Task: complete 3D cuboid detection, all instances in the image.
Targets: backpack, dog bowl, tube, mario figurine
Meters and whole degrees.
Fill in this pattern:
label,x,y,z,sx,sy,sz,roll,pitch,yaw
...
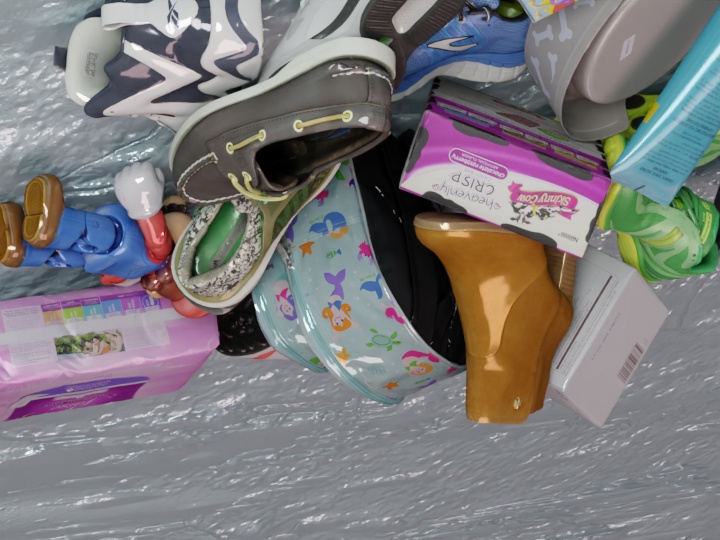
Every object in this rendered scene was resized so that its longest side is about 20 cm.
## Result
label,x,y,z,sx,sy,sz,roll,pitch,yaw
backpack,0.000,0.000,1.635,0.150,0.201,0.177,-29,154,16
dog bowl,0.197,-0.185,1.539,0.199,0.059,0.201,-35,155,-19
tube,0.249,-0.136,1.538,0.077,0.050,0.201,20,109,-39
mario figurine,-0.171,-0.033,1.612,0.199,0.123,0.107,14,96,-39

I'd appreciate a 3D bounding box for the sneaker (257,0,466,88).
label,x,y,z,sx,sy,sz,roll,pitch,yaw
sneaker,-0.002,-0.180,1.398,0.075,0.116,0.200,15,147,-31

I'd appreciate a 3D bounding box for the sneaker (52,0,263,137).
label,x,y,z,sx,sy,sz,roll,pitch,yaw
sneaker,-0.140,-0.127,1.442,0.128,0.080,0.199,1,164,-12

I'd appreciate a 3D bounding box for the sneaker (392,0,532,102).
label,x,y,z,sx,sy,sz,roll,pitch,yaw
sneaker,0.046,-0.175,1.501,0.199,0.079,0.089,-14,147,-34

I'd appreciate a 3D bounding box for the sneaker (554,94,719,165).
label,x,y,z,sx,sy,sz,roll,pitch,yaw
sneaker,0.238,-0.104,1.746,0.198,0.074,0.084,-15,149,-15

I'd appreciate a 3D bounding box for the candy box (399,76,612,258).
label,x,y,z,sx,sy,sz,roll,pitch,yaw
candy box,0.102,-0.076,1.545,0.200,0.135,0.061,-68,179,-77

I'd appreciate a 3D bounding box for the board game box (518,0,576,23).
label,x,y,z,sx,sy,sz,roll,pitch,yaw
board game box,0.166,-0.262,1.380,0.199,0.106,0.103,-26,154,10

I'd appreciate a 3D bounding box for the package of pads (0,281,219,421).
label,x,y,z,sx,sy,sz,roll,pitch,yaw
package of pads,-0.218,0.062,1.711,0.198,0.076,0.121,-9,162,-22

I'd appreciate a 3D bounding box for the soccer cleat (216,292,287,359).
label,x,y,z,sx,sy,sz,roll,pitch,yaw
soccer cleat,-0.029,0.045,1.784,0.199,0.069,0.073,0,179,34

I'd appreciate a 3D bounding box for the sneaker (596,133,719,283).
label,x,y,z,sx,sy,sz,roll,pitch,yaw
sneaker,0.227,-0.048,1.652,0.083,0.075,0.200,1,161,22

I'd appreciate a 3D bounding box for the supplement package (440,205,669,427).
label,x,y,z,sx,sy,sz,roll,pitch,yaw
supplement package,0.124,0.019,1.739,0.114,0.199,0.110,-58,151,-5

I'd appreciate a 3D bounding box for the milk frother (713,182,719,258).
label,x,y,z,sx,sy,sz,roll,pitch,yaw
milk frother,0.409,-0.068,1.912,0.187,0.182,0.200,18,180,-2

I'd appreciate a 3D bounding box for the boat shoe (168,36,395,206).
label,x,y,z,sx,sy,sz,roll,pitch,yaw
boat shoe,-0.055,-0.080,1.392,0.071,0.061,0.201,18,148,-37

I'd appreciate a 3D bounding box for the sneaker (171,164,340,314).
label,x,y,z,sx,sy,sz,roll,pitch,yaw
sneaker,-0.069,-0.059,1.523,0.201,0.076,0.089,-62,176,4

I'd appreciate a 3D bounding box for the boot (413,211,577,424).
label,x,y,z,sx,sy,sz,roll,pitch,yaw
boot,0.093,0.037,1.563,0.070,0.145,0.201,13,-178,35
